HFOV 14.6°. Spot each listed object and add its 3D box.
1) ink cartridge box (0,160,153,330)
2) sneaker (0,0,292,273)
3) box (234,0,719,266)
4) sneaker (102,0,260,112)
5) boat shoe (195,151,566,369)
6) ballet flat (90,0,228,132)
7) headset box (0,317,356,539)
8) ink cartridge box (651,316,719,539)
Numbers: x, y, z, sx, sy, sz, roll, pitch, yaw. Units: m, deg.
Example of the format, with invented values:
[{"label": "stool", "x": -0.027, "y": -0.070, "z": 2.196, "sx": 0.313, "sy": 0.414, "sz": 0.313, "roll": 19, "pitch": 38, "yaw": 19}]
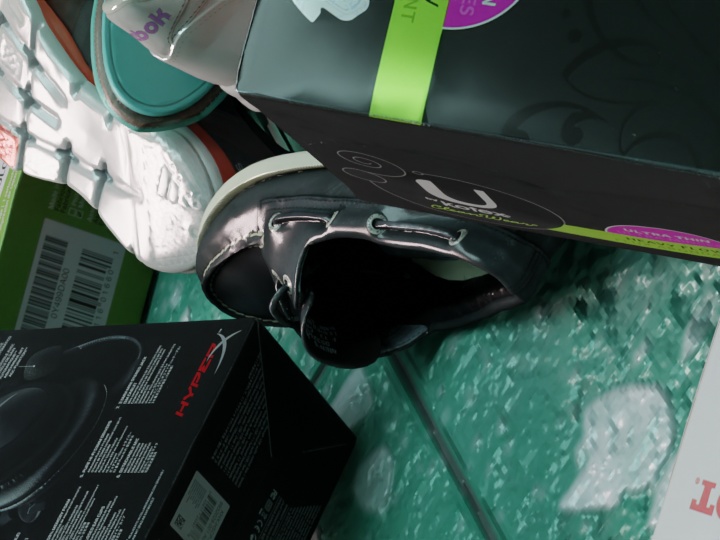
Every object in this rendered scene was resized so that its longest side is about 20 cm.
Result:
[{"label": "ink cartridge box", "x": -0.165, "y": -0.026, "z": 1.260, "sx": 0.200, "sy": 0.076, "sz": 0.148, "roll": 0, "pitch": 74, "yaw": 57}, {"label": "sneaker", "x": -0.095, "y": -0.071, "z": 1.130, "sx": 0.200, "sy": 0.082, "sz": 0.077, "roll": 45, "pitch": 134, "yaw": 29}, {"label": "box", "x": 0.070, "y": -0.116, "z": 0.825, "sx": 0.148, "sy": 0.124, "sz": 0.200, "roll": 10, "pitch": 79, "yaw": 20}, {"label": "sneaker", "x": -0.040, "y": -0.164, "z": 1.024, "sx": 0.075, "sy": 0.100, "sz": 0.200, "roll": -17, "pitch": 59, "yaw": 56}, {"label": "boat shoe", "x": 0.002, "y": 0.001, "z": 0.976, "sx": 0.199, "sy": 0.074, "sz": 0.066, "roll": -12, "pitch": 51, "yaw": 46}, {"label": "ballet flat", "x": -0.065, "y": -0.137, "z": 1.096, "sx": 0.070, "sy": 0.067, "sz": 0.200, "roll": 127, "pitch": 153, "yaw": -69}, {"label": "headset box", "x": -0.122, "y": 0.099, "z": 1.022, "sx": 0.200, "sy": 0.077, "sz": 0.149, "roll": -5, "pitch": 47, "yaw": 39}, {"label": "ink cartridge box", "x": 0.168, "y": 0.003, "z": 0.693, "sx": 0.146, "sy": 0.084, "sz": 0.200, "roll": 15, "pitch": 86, "yaw": 60}]
